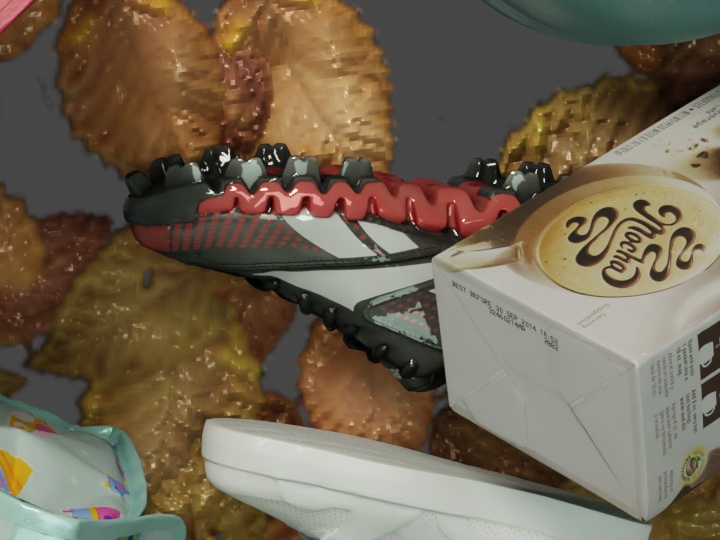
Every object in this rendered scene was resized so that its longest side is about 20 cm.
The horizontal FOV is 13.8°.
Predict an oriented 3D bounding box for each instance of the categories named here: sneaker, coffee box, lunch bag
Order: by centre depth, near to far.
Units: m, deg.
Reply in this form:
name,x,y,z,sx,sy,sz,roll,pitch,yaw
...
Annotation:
name,x,y,z,sx,sy,sz,roll,pitch,yaw
lunch bag,-0.148,0.144,1.135,0.122,0.200,0.170,19,96,-17
coffee box,0.141,0.002,1.177,0.200,0.113,0.080,-30,130,-30
sneaker,0.000,0.000,1.207,0.200,0.071,0.098,5,98,-16
sneaker,0.016,0.134,1.239,0.200,0.074,0.116,17,94,-18

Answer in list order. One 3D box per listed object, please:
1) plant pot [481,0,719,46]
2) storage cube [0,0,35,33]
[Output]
name,x,y,z,sx,sy,sz,roll,pitch,yaw
plant pot,0.124,-0.179,1.168,0.200,0.134,0.200,-3,103,-13
storage cube,-0.214,-0.134,1.065,0.171,0.200,0.180,-44,102,-1
